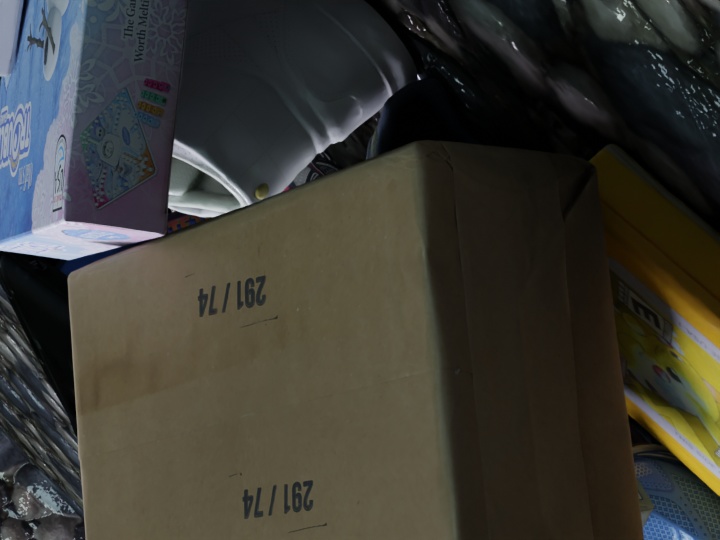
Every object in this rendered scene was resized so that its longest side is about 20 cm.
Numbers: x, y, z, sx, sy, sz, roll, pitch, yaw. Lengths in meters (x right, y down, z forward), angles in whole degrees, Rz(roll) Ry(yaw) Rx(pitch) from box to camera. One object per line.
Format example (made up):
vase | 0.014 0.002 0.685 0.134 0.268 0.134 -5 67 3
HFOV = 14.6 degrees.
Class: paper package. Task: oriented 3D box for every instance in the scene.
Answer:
paper package | -0.003 0.066 1.034 0.103 0.191 0.200 11 157 -43

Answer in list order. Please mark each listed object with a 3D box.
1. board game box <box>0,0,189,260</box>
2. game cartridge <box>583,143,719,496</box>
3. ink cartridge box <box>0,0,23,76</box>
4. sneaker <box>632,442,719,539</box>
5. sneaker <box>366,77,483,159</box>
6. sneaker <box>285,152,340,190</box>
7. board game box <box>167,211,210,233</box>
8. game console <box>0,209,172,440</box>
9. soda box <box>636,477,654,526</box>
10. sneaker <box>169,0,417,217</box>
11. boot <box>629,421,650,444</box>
board game box | -0.106 -0.109 1.112 0.043 0.200 0.200 6 176 -16
game cartridge | 0.156 0.058 1.088 0.200 0.032 0.176 44 166 19
ink cartridge box | -0.174 -0.178 1.185 0.200 0.037 0.095 -111 27 -46
sneaker | 0.165 0.151 1.169 0.200 0.079 0.089 40 -154 2
sneaker | 0.043 0.002 1.111 0.200 0.074 0.081 -123 23 -45
sneaker | 0.000 0.000 1.310 0.075 0.081 0.200 23 172 28
board game box | -0.036 0.073 1.449 0.200 0.057 0.166 56 -165 -64
game console | -0.089 0.047 1.392 0.176 0.116 0.200 31 150 51
soda box | 0.047 0.059 1.175 0.063 0.068 0.200 8 -149 -27
sneaker | -0.079 -0.093 1.203 0.200 0.116 0.074 34 163 45
boot | 0.098 0.146 1.291 0.200 0.187 0.064 41 -153 13
